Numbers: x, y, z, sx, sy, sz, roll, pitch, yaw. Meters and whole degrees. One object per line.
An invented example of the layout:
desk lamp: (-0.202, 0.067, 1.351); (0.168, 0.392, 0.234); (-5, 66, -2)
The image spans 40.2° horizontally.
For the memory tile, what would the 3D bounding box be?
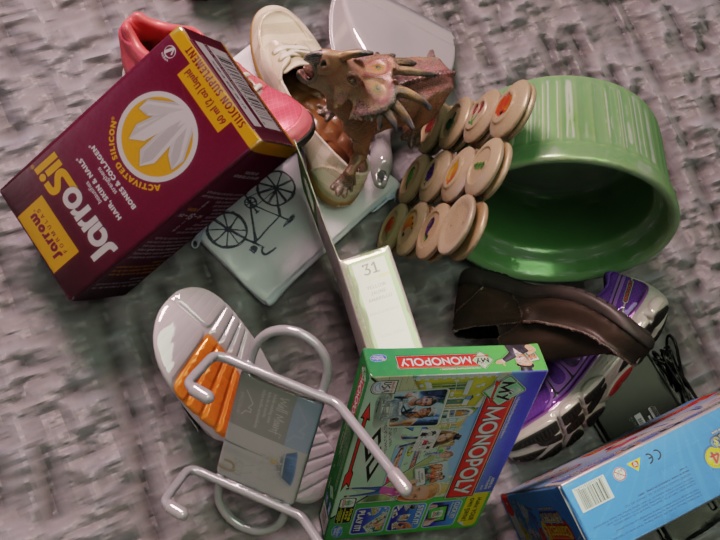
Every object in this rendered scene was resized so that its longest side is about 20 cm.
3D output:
memory tile: (0.072, -0.079, 0.818); (0.017, 0.200, 0.154); (25, 84, -18)

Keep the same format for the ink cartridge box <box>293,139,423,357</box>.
ink cartridge box: (0.000, 0.000, 0.798); (0.048, 0.146, 0.201); (-16, 81, -4)

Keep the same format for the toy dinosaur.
toy dinosaur: (0.031, -0.146, 0.805); (0.200, 0.135, 0.086); (-32, 84, -38)

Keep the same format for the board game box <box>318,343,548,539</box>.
board game box: (0.049, 0.134, 0.749); (0.133, 0.201, 0.029); (0, 43, -15)

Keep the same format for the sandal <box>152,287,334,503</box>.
sandal: (-0.102, 0.109, 0.793); (0.079, 0.059, 0.207); (-45, 108, -29)

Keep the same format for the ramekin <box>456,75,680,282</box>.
ramekin: (0.174, -0.079, 0.863); (0.198, 0.200, 0.098); (12, 60, -11)

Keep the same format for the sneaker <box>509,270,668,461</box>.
sneaker: (0.188, 0.085, 0.874); (0.083, 0.081, 0.200); (36, 75, 31)

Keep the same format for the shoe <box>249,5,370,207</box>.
shoe: (-0.041, -0.157, 0.882); (0.070, 0.053, 0.201); (-20, 79, -24)

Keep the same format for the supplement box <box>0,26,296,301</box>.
supplement box: (-0.165, -0.079, 0.770); (0.200, 0.086, 0.111); (-38, 83, 14)

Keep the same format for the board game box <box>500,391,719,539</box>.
board game box: (0.226, 0.156, 0.770); (0.199, 0.196, 0.056); (-24, 78, -9)

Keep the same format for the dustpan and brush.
dustpan and brush: (0.027, -0.166, 0.922); (0.139, 0.057, 0.201); (19, 49, -26)

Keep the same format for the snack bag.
snack bag: (-0.088, -0.089, 0.885); (0.200, 0.021, 0.188); (46, 65, 4)

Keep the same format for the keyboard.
keyboard: (0.272, 0.141, 0.904); (0.104, 0.040, 0.201); (-29, 81, 1)

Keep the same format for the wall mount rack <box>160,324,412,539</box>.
wall mount rack: (-0.051, 0.147, 0.706); (0.173, 0.201, 0.075); (21, 30, 8)

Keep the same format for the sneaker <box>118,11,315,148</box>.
sneaker: (-0.130, -0.156, 0.826); (0.199, 0.087, 0.074); (26, 61, 20)

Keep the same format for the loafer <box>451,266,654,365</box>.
loafer: (0.156, 0.053, 0.831); (0.073, 0.199, 0.072); (30, 80, -38)
